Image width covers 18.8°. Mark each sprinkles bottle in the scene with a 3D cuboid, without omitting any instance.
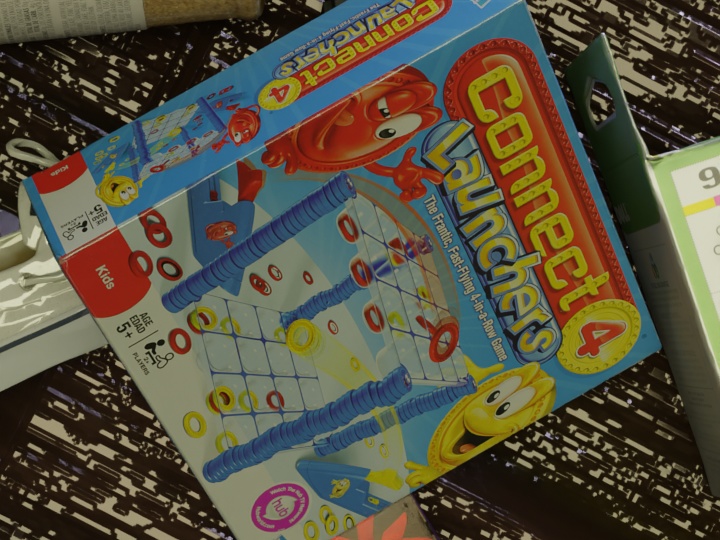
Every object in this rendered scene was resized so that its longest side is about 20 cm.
[{"bbox_3d":[-0.142,-0.129,0.914,0.199,0.068,0.069,-6,89,-2],"label":"sprinkles bottle"}]

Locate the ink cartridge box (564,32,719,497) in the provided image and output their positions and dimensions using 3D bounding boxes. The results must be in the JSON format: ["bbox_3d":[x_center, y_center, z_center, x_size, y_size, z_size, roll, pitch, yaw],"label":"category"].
[{"bbox_3d":[0.150,-0.005,0.902,0.059,0.104,0.201,-19,89,-2],"label":"ink cartridge box"}]

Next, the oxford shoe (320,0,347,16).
[{"bbox_3d":[0.021,-0.109,0.918,0.084,0.073,0.201,-9,90,-6],"label":"oxford shoe"}]

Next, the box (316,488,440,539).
[{"bbox_3d":[-0.033,0.199,0.923,0.200,0.039,0.137,-30,90,-2],"label":"box"}]

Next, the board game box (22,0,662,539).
[{"bbox_3d":[0.000,0.000,0.864,0.195,0.056,0.200,-30,131,-2],"label":"board game box"}]

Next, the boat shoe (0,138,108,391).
[{"bbox_3d":[-0.121,-0.017,0.907,0.201,0.075,0.086,-25,106,4],"label":"boat shoe"}]
